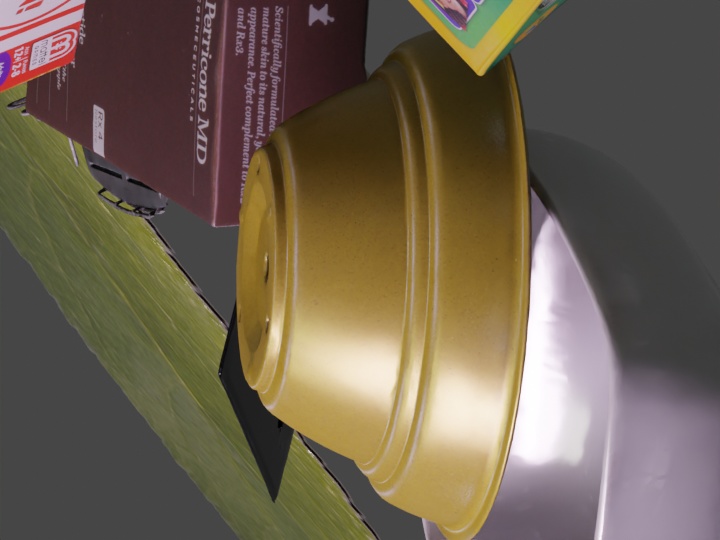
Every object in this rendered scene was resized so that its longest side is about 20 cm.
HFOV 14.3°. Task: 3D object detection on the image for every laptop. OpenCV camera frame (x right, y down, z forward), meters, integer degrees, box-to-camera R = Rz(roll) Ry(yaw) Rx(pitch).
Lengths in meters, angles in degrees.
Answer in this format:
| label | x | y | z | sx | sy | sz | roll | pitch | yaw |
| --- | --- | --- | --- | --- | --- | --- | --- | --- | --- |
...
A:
| label | x | y | z | sx | sy | sz | roll | pitch | yaw |
| --- | --- | --- | --- | --- | --- | --- | --- | --- | --- |
| laptop | -0.084 | -0.011 | 1.527 | 0.200 | 0.116 | 0.187 | 43 | 167 | 22 |

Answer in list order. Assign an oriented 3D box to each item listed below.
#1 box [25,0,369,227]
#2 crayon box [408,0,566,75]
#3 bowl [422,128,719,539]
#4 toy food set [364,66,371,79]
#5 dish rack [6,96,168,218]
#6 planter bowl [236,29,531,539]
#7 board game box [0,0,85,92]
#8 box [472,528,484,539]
| label | x | y | z | sx | sy | sz | roll | pitch | yaw |
| --- | --- | --- | --- | --- | --- | --- | --- | --- | --- |
| box | -0.075 | -0.093 | 1.239 | 0.200 | 0.075 | 0.100 | 28 | 119 | 55 |
| crayon box | 0.033 | -0.138 | 0.843 | 0.119 | 0.058 | 0.200 | 48 | 168 | 1 |
| bowl | 0.086 | 0.064 | 1.045 | 0.200 | 0.074 | 0.200 | -112 | 25 | -59 |
| toy food set | -0.012 | -0.033 | 1.332 | 0.144 | 0.060 | 0.200 | 52 | 167 | -22 |
| dish rack | -0.154 | -0.120 | 1.450 | 0.153 | 0.054 | 0.201 | 23 | 131 | 66 |
| planter bowl | 0.000 | 0.000 | 1.069 | 0.200 | 0.083 | 0.201 | -177 | 90 | -78 |
| board game box | -0.161 | -0.181 | 1.006 | 0.200 | 0.046 | 0.152 | 56 | 154 | 18 |
| box | 0.094 | 0.137 | 1.212 | 0.137 | 0.039 | 0.200 | 42 | -145 | -13 |
